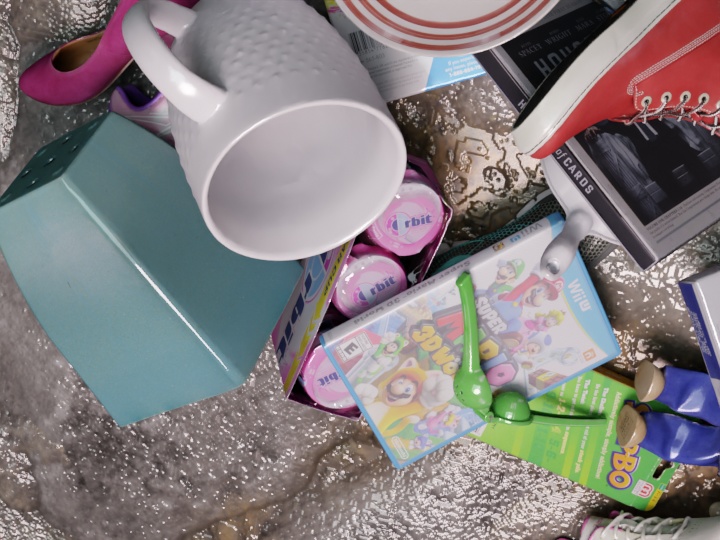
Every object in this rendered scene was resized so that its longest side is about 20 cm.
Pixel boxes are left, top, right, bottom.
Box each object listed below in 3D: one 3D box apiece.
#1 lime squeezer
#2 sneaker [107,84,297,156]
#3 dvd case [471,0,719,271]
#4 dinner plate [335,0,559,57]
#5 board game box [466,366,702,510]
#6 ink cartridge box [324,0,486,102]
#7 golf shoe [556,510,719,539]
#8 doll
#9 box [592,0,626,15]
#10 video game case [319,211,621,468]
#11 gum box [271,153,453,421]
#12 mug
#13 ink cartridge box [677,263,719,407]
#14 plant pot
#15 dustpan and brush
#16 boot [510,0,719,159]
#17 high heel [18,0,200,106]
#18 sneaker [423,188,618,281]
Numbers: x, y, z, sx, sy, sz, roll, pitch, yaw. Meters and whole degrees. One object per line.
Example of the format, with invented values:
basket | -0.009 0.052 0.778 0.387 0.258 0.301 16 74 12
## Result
lime squeezer | 0.111 0.086 1.047 0.200 0.038 0.071 44 70 -32
sneaker | -0.120 -0.118 1.104 0.200 0.080 0.089 -1 97 13
dvd case | 0.187 -0.109 0.987 0.200 0.150 0.025 54 141 9
dinner plate | 0.066 -0.244 0.962 0.200 0.024 0.200 -2 83 16
board game box | 0.168 0.118 1.117 0.200 0.030 0.096 25 108 -4
ink cartridge box | 0.027 -0.235 1.043 0.115 0.068 0.200 -14 102 13
golf shoe | 0.226 0.228 1.107 0.200 0.075 0.092 -39 82 36
doll | 0.304 0.138 1.085 0.200 0.048 0.137 18 102 -7
box | 0.270 -0.240 0.987 0.200 0.050 0.199 39 100 -1
video game case | 0.087 0.057 1.046 0.200 0.018 0.143 -28 124 2
gum box | 0.000 0.000 1.080 0.066 0.114 0.200 18 109 -17
mug | -0.083 -0.127 0.969 0.200 0.175 0.148 24 121 -43
ink cartridge box | 0.364 0.064 1.045 0.200 0.041 0.200 -20 95 -8
plant pot | -0.174 -0.011 1.060 0.141 0.141 0.200 -20 119 35
dustpan and brush | 0.172 -0.054 1.002 0.140 0.200 0.057 41 124 -2
boot | 0.206 -0.109 0.925 0.200 0.072 0.144 -42 96 -18
high heel | -0.206 -0.191 1.079 0.200 0.067 0.096 -12 133 26
sneaker | 0.120 -0.003 1.074 0.200 0.091 0.078 -28 99 17
